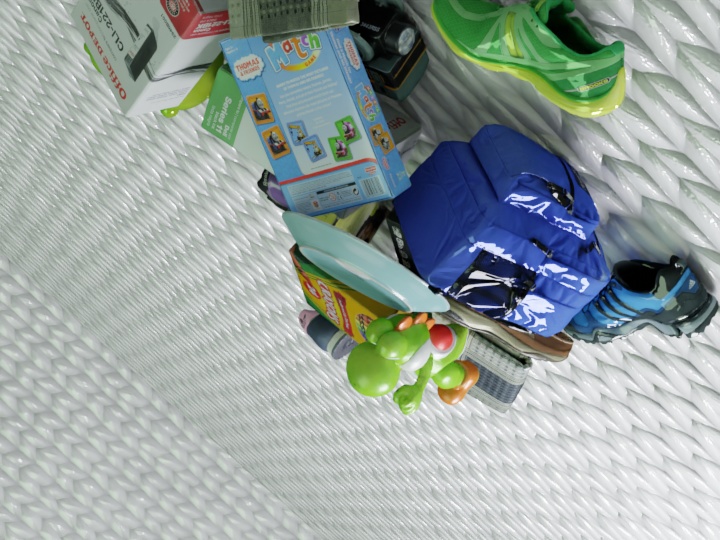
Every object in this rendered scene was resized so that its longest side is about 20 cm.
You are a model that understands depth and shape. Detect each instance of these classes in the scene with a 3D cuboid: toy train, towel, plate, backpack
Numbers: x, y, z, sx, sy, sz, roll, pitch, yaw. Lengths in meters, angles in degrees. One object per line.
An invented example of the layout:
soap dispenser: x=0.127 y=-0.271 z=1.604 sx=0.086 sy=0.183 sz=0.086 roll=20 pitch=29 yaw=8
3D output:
toy train: x=-0.021 y=-0.245 z=1.217 sx=0.199 sy=0.086 sz=0.114 roll=25 pitch=164 yaw=31
towel: x=-0.064 y=-0.312 z=1.084 sx=0.191 sy=0.034 sz=0.203 roll=6 pitch=101 yaw=49
towel: x=0.122 y=0.095 z=1.520 sx=0.199 sy=0.035 sz=0.193 roll=32 pitch=160 yaw=11
plate: x=0.000 y=0.000 z=1.226 sx=0.199 sy=0.026 sz=0.200 roll=30 pitch=172 yaw=4
backpack: x=0.160 y=-0.033 z=1.192 sx=0.199 sy=0.164 sz=0.168 roll=28 pitch=122 yaw=-32

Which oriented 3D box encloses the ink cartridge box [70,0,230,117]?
ink cartridge box: x=-0.220 y=-0.284 z=1.298 sx=0.200 sy=0.083 sz=0.145 roll=-40 pitch=76 yaw=47

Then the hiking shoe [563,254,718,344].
hiking shoe: x=0.285 y=0.023 z=1.271 sx=0.199 sy=0.074 sz=0.087 roll=-10 pitch=121 yaw=49

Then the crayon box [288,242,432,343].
crayon box: x=0.006 y=0.044 z=1.465 sx=0.199 sy=0.051 sz=0.127 roll=35 pitch=159 yaw=28

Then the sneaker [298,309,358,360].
sneaker: x=-0.005 y=0.045 z=1.613 sx=0.082 sy=0.199 sz=0.071 roll=35 pitch=124 yaw=17

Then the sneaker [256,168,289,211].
sneaker: x=-0.073 y=-0.101 z=1.510 sx=0.087 sy=0.077 sz=0.200 roll=18 pitch=173 yaw=13

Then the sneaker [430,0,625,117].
sneaker: x=0.152 y=-0.210 z=1.046 sx=0.199 sy=0.074 sz=0.084 roll=32 pitch=132 yaw=26

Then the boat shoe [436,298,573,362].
boat shoe: x=0.164 y=0.042 z=1.322 sx=0.199 sy=0.074 sz=0.076 roll=24 pitch=-172 yaw=-30

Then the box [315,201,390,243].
box: x=-0.017 y=-0.072 z=1.448 sx=0.050 sy=0.076 sz=0.200 roll=34 pitch=-178 yaw=14

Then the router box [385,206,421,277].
router box: x=0.123 y=0.001 z=1.472 sx=0.149 sy=0.062 sz=0.201 roll=24 pitch=153 yaw=30

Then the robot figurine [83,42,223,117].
robot figurine: x=-0.254 y=-0.272 z=1.472 sx=0.199 sy=0.116 sz=0.177 roll=29 pitch=144 yaw=23

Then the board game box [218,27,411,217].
board game box: x=-0.047 y=-0.157 z=1.183 sx=0.150 sy=0.036 sz=0.202 roll=-10 pitch=108 yaw=46

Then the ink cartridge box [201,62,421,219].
ink cartridge box: x=-0.051 y=-0.159 z=1.314 sx=0.199 sy=0.146 sz=0.084 roll=34 pitch=122 yaw=14

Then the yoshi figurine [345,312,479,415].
yoshi figurine: x=0.047 y=0.102 z=1.321 sx=0.111 sy=0.113 sz=0.199 roll=8 pitch=173 yaw=31
